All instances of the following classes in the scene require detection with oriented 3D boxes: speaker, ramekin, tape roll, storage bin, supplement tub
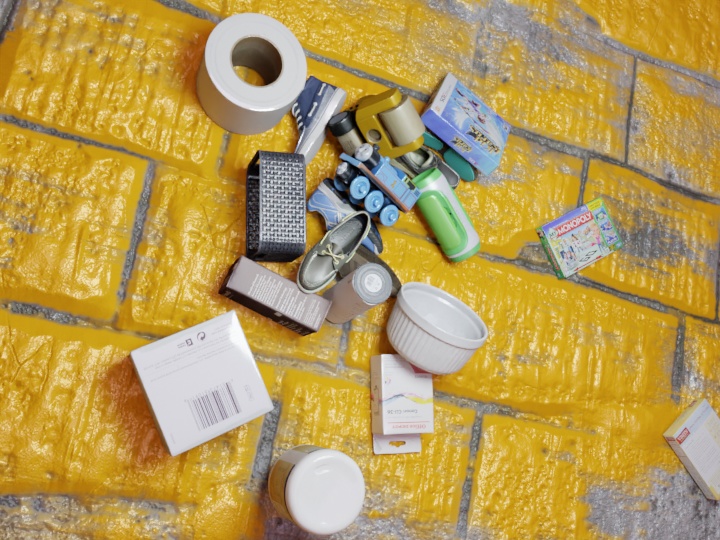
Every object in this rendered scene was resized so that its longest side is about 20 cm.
[{"bbox_3d":[-0.013,0.049,1.384,0.081,0.200,0.081,6,73,-20],"label":"speaker"},{"bbox_3d":[0.148,0.122,1.438,0.200,0.200,0.105,21,113,-16],"label":"ramekin"},{"bbox_3d":[0.183,-0.119,1.534,0.088,0.088,0.200,-38,106,-22],"label":"speaker"},{"bbox_3d":[-0.221,-0.390,1.415,0.202,0.139,0.203,4,79,-19],"label":"tape roll"},{"bbox_3d":[-0.168,-0.123,1.389,0.093,0.135,0.201,3,80,-20],"label":"storage bin"},{"bbox_3d":[-0.088,0.396,1.294,0.144,0.200,0.145,4,80,-20],"label":"supplement tub"}]

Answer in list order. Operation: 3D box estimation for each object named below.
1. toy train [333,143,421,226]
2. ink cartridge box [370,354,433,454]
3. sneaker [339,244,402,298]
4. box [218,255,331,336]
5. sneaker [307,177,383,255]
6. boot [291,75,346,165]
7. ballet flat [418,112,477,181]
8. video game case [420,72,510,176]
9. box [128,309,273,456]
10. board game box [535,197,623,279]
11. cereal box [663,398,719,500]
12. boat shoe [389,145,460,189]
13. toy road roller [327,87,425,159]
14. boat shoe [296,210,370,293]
[{"bbox_3d":[0.032,-0.175,1.431,0.114,0.087,0.200,-54,132,-3],"label":"toy train"},{"bbox_3d":[0.086,0.275,1.452,0.116,0.067,0.201,2,80,-21],"label":"ink cartridge box"},{"bbox_3d":[0.000,0.000,1.476,0.200,0.076,0.071,40,26,-14],"label":"sneaker"},{"bbox_3d":[-0.168,0.053,1.379,0.200,0.100,0.075,29,72,-13],"label":"box"},{"bbox_3d":[-0.029,-0.103,1.484,0.077,0.076,0.200,-39,107,15],"label":"sneaker"},{"bbox_3d":[-0.113,-0.313,1.490,0.090,0.073,0.200,27,73,5],"label":"boot"},{"bbox_3d":[0.198,-0.288,1.598,0.200,0.068,0.075,37,61,-7],"label":"ballet flat"},{"bbox_3d":[0.241,-0.332,1.590,0.200,0.045,0.181,37,44,-11],"label":"video game case"},{"bbox_3d":[-0.293,0.203,1.288,0.198,0.131,0.201,-22,88,-22],"label":"box"},{"bbox_3d":[0.530,-0.079,1.702,0.200,0.029,0.135,-25,91,-22],"label":"board game box"},{"bbox_3d":[0.844,0.434,1.725,0.144,0.040,0.200,-37,94,-22],"label":"cereal box"},{"bbox_3d":[0.140,-0.236,1.562,0.200,0.066,0.072,27,70,-15],"label":"boat shoe"},{"bbox_3d":[0.040,-0.313,1.476,0.123,0.200,0.146,57,36,-29],"label":"toy road roller"},{"bbox_3d":[-0.051,-0.041,1.371,0.072,0.060,0.202,41,64,-3],"label":"boat shoe"}]
